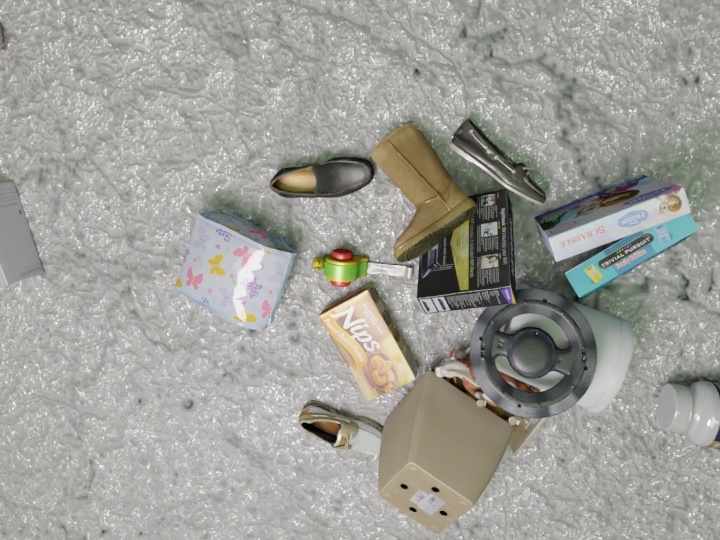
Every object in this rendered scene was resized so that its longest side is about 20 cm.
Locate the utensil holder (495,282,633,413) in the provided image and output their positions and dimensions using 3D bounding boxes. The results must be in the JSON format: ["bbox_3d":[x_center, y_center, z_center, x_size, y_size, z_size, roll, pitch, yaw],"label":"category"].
[{"bbox_3d":[0.343,0.132,1.005,0.196,0.170,0.173,20,107,7],"label":"utensil holder"}]

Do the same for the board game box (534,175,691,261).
[{"bbox_3d":[0.390,-0.089,0.921,0.196,0.200,0.042,-22,99,14],"label":"board game box"}]

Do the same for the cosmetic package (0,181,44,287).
[{"bbox_3d":[-0.755,-0.071,1.191,0.079,0.113,0.205,-11,104,13],"label":"cosmetic package"}]

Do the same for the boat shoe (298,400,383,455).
[{"bbox_3d":[-0.036,0.338,1.181,0.196,0.068,0.076,18,107,6],"label":"boat shoe"}]

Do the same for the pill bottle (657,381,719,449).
[{"bbox_3d":[0.641,0.259,1.009,0.195,0.111,0.114,9,106,8],"label":"pill bottle"}]

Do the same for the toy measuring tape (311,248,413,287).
[{"bbox_3d":[0.000,0.000,1.086,0.195,0.074,0.075,7,106,9],"label":"toy measuring tape"}]

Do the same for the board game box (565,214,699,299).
[{"bbox_3d":[0.441,-0.023,0.952,0.198,0.150,0.048,-34,75,16],"label":"board game box"}]

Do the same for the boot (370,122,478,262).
[{"bbox_3d":[0.080,-0.134,0.981,0.173,0.066,0.201,-32,68,-12],"label":"boot"}]

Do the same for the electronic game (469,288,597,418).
[{"bbox_3d":[0.273,0.131,0.913,0.195,0.042,0.205,-2,83,14],"label":"electronic game"}]

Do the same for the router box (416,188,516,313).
[{"bbox_3d":[0.180,-0.034,0.972,0.154,0.204,0.052,-8,143,24],"label":"router box"}]

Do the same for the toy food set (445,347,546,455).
[{"bbox_3d":[0.258,0.246,1.106,0.198,0.060,0.145,33,108,1],"label":"toy food set"}]

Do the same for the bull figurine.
[{"bbox_3d":[0.232,0.209,1.028,0.196,0.122,0.066,22,103,-3],"label":"bull figurine"}]

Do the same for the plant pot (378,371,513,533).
[{"bbox_3d":[0.139,0.352,1.064,0.198,0.178,0.201,33,129,1],"label":"plant pot"}]

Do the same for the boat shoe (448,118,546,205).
[{"bbox_3d":[0.246,-0.187,0.993,0.198,0.067,0.058,35,113,4],"label":"boat shoe"}]

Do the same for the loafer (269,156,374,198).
[{"bbox_3d":[-0.072,-0.165,1.055,0.195,0.072,0.075,-10,102,12],"label":"loafer"}]

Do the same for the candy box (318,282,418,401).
[{"bbox_3d":[0.018,0.142,1.127,0.114,0.055,0.203,-27,97,16],"label":"candy box"}]

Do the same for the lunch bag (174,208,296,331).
[{"bbox_3d":[-0.232,0.000,1.104,0.197,0.127,0.173,25,106,14],"label":"lunch bag"}]
